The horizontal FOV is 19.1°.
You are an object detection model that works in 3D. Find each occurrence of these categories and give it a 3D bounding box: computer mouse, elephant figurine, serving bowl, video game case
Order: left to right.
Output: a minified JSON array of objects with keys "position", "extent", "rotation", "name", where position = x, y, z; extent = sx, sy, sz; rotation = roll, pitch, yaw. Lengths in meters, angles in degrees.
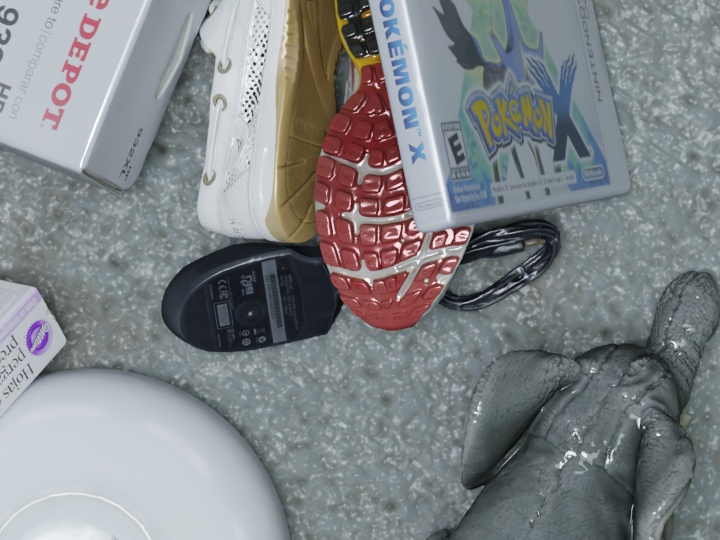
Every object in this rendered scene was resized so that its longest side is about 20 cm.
[{"position":[-0.132,0.146,1.013],"extent":[0.200,0.066,0.201],"rotation":[0,86,0],"name":"serving bowl"},{"position":[0.000,0.000,1.052],"extent":[0.200,0.034,0.059],"rotation":[-9,126,-8],"name":"computer mouse"},{"position":[0.062,-0.116,0.983],"extent":[0.022,0.200,0.183],"rotation":[-12,90,31],"name":"video game case"},{"position":[0.101,0.093,0.996],"extent":[0.141,0.155,0.200],"rotation":[18,100,-20],"name":"elephant figurine"}]

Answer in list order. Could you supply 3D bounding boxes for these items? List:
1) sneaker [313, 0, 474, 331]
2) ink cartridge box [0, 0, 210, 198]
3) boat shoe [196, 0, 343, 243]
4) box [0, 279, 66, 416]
[{"position":[0.026,-0.069,1.017],"extent":[0.078,0.082,0.200],"rotation":[3,77,12],"name":"sneaker"},{"position":[-0.181,-0.140,1.005],"extent":[0.200,0.084,0.145],"rotation":[22,88,10],"name":"ink cartridge box"},{"position":[-0.048,-0.113,1.035],"extent":[0.069,0.071,0.200],"rotation":[2,77,29],"name":"boat shoe"},{"position":[-0.214,0.084,0.980],"extent":[0.200,0.041,0.039],"rotation":[-52,135,-33],"name":"box"}]
